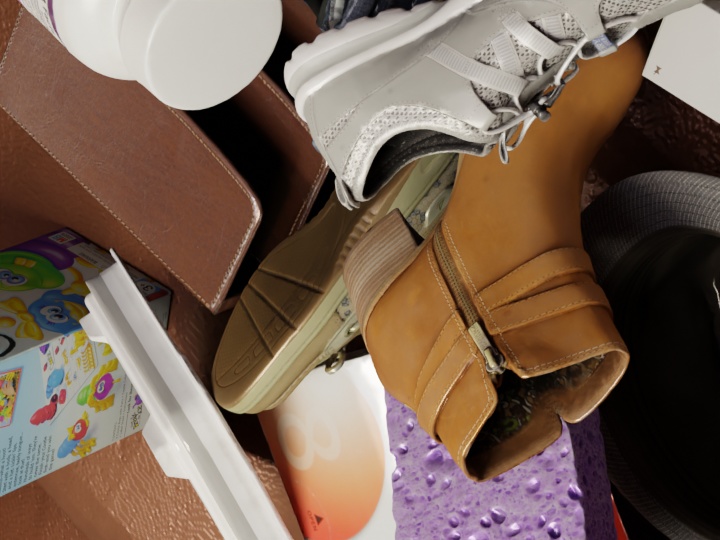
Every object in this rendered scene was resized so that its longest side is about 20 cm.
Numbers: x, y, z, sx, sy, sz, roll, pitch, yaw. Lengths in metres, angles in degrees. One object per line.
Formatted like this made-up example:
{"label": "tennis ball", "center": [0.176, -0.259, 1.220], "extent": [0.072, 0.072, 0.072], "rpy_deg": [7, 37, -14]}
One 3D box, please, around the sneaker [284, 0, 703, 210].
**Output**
{"label": "sneaker", "center": [0.067, -0.087, 0.950], "extent": [0.199, 0.075, 0.082], "rpy_deg": [-22, 72, 22]}

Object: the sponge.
{"label": "sponge", "center": [0.064, 0.109, 0.995], "extent": [0.111, 0.030, 0.201], "rpy_deg": [-31, 46, 32]}

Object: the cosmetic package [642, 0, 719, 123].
{"label": "cosmetic package", "center": [0.229, -0.065, 0.947], "extent": [0.200, 0.082, 0.051], "rpy_deg": [35, 127, 26]}

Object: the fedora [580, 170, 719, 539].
{"label": "fedora", "center": [0.187, 0.043, 1.020], "extent": [0.200, 0.090, 0.177], "rpy_deg": [50, 131, 25]}

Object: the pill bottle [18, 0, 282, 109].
{"label": "pill bottle", "center": [-0.129, -0.170, 1.132], "extent": [0.200, 0.112, 0.113], "rpy_deg": [43, 131, 36]}

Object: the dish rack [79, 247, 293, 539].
{"label": "dish rack", "center": [-0.099, 0.094, 1.236], "extent": [0.200, 0.043, 0.172], "rpy_deg": [52, 170, 52]}

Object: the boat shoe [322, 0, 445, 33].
{"label": "boat shoe", "center": [0.050, -0.187, 1.008], "extent": [0.071, 0.091, 0.201], "rpy_deg": [-157, 83, -71]}

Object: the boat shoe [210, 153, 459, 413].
{"label": "boat shoe", "center": [0.000, 0.000, 1.124], "extent": [0.200, 0.063, 0.073], "rpy_deg": [-51, 32, 6]}

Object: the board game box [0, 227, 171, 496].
{"label": "board game box", "center": [-0.226, 0.063, 1.322], "extent": [0.103, 0.200, 0.105], "rpy_deg": [29, 123, 30]}

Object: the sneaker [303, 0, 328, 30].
{"label": "sneaker", "center": [0.023, -0.131, 1.101], "extent": [0.200, 0.089, 0.079], "rpy_deg": [32, 125, 26]}

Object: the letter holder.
{"label": "letter holder", "center": [-0.092, -0.101, 1.210], "extent": [0.200, 0.100, 0.142], "rpy_deg": [43, 128, 22]}

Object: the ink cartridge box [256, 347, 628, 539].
{"label": "ink cartridge box", "center": [0.040, 0.115, 1.138], "extent": [0.200, 0.050, 0.163], "rpy_deg": [-19, 92, 50]}

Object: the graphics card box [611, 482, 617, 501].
{"label": "graphics card box", "center": [0.077, 0.112, 1.174], "extent": [0.125, 0.051, 0.201], "rpy_deg": [23, 119, 34]}

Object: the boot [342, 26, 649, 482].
{"label": "boot", "center": [0.081, -0.014, 0.969], "extent": [0.200, 0.077, 0.155], "rpy_deg": [-43, 38, 9]}
